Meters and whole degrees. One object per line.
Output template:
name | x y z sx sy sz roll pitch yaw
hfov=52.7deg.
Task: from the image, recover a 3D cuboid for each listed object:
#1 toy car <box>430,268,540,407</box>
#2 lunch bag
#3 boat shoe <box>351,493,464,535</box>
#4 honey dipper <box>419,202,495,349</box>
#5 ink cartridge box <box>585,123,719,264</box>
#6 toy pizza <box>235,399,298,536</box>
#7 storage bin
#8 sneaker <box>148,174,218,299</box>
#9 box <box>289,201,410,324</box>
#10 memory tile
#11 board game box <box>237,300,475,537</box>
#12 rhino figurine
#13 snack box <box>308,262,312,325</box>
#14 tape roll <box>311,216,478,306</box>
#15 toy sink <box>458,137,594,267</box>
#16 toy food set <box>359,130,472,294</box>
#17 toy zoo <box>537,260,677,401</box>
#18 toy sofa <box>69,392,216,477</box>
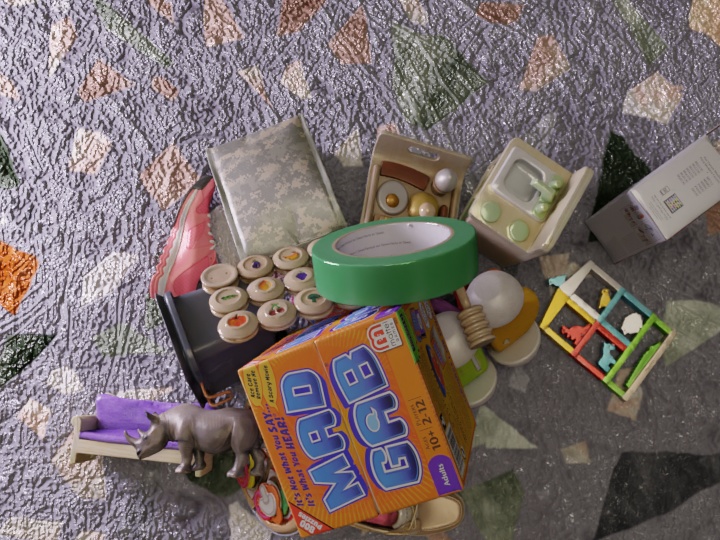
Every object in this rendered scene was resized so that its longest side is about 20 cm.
toy car | 0.153 0.081 1.043 0.199 0.176 0.150 -41 48 -5
lunch bag | -0.117 -0.101 1.060 0.161 0.118 0.203 -20 61 -2
boat shoe | 0.054 0.343 1.032 0.195 0.069 0.076 0 81 1
honey dipper | 0.121 0.001 0.944 0.037 0.038 0.204 -19 73 -2
ink cartridge box | 0.438 -0.106 1.032 0.174 0.200 0.085 -35 83 -4
toy pizza | -0.124 0.262 1.000 0.031 0.198 0.205 -1 78 -43
storage bin | -0.187 0.099 1.010 0.132 0.201 0.148 -22 68 -12
sneaker | -0.249 -0.042 1.105 0.085 0.074 0.204 22 86 -10
box | 0.000 0.000 1.050 0.096 0.100 0.200 45 73 0
memory tile | -0.097 0.018 0.927 0.196 0.017 0.154 -16 38 -15
board game box | 0.008 0.155 0.870 0.196 0.200 0.204 -21 93 16
rhino figurine | -0.222 0.225 0.976 0.195 0.060 0.090 3 83 5
snack box | -0.051 0.021 1.106 0.070 0.024 0.205 -9 81 -3
tape roll | 0.041 -0.016 0.860 0.195 0.201 0.049 -8 107 -1
toy sink | 0.218 -0.097 1.029 0.111 0.200 0.132 32 83 -2
toy food set | 0.075 -0.080 1.002 0.140 0.060 0.205 14 72 -11
toy zoo | 0.359 0.080 1.096 0.199 0.020 0.132 40 84 6
toy sofa | -0.307 0.234 1.046 0.195 0.083 0.100 6 82 1
